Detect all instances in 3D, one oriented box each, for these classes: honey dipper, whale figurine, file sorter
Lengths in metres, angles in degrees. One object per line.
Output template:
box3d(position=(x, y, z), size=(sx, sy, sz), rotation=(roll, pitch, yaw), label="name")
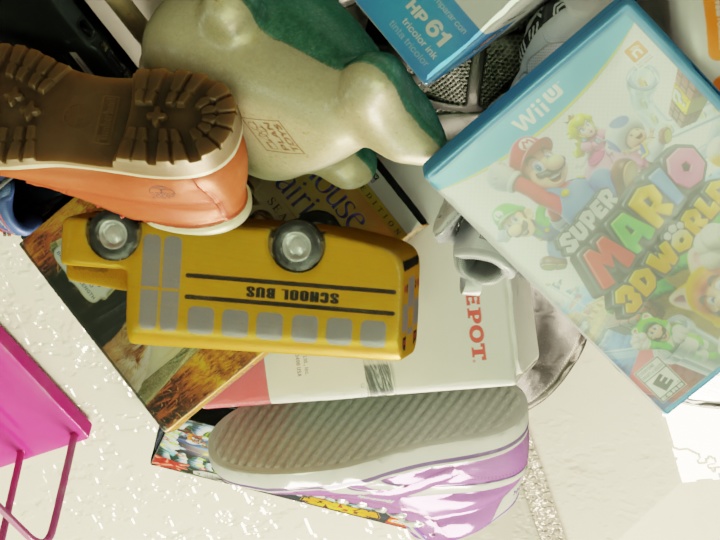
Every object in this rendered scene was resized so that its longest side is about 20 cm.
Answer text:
box3d(position=(-0.126, -0.136, 1.666), size=(0.038, 0.038, 0.200), rotation=(-4, 163, 13), label="honey dipper")
box3d(position=(-0.027, -0.113, 1.605), size=(0.200, 0.104, 0.159), rotation=(12, 149, 47), label="whale figurine")
box3d(position=(-0.311, 0.135, 1.976), size=(0.200, 0.126, 0.139), rotation=(-19, 129, 26), label="file sorter")

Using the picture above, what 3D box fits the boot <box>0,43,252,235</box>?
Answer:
box3d(position=(-0.155, -0.064, 1.610), size=(0.200, 0.075, 0.107), rotation=(10, 156, 16), label="boot")

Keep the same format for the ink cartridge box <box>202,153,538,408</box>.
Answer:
box3d(position=(0.000, 0.000, 1.769), size=(0.200, 0.084, 0.145), rotation=(-5, 96, 14), label="ink cartridge box")

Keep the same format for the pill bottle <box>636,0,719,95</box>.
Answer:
box3d(position=(0.257, -0.148, 1.584), size=(0.200, 0.113, 0.113), rotation=(-8, 136, -6), label="pill bottle")

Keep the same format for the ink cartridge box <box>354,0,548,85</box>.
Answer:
box3d(position=(0.101, -0.200, 1.523), size=(0.200, 0.145, 0.085), rotation=(-41, 88, 29), label="ink cartridge box")

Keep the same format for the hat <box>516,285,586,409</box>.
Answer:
box3d(position=(0.050, 0.051, 1.863), size=(0.200, 0.081, 0.201), rotation=(4, 136, 4), label="hat")

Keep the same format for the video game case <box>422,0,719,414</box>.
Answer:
box3d(position=(0.151, -0.032, 1.553), size=(0.143, 0.018, 0.200), rotation=(-40, 111, 15), label="video game case")

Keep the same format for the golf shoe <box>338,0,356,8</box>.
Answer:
box3d(position=(-0.014, -0.206, 1.602), size=(0.078, 0.095, 0.200), rotation=(7, 138, 0), label="golf shoe")

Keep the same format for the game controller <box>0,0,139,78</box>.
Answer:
box3d(position=(-0.174, -0.119, 1.637), size=(0.104, 0.042, 0.200), rotation=(-4, 143, 31), label="game controller")

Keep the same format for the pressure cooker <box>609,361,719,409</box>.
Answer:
box3d(position=(0.210, -0.019, 1.679), size=(0.176, 0.200, 0.179), rotation=(-14, 132, 17), label="pressure cooker")

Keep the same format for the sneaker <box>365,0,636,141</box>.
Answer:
box3d(position=(0.086, -0.140, 1.664), size=(0.199, 0.076, 0.114), rotation=(-11, 139, 27), label="sneaker")

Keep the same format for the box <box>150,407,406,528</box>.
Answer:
box3d(position=(-0.033, 0.121, 1.942), size=(0.200, 0.040, 0.137), rotation=(14, 162, -5), label="box")

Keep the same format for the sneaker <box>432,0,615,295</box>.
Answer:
box3d(position=(0.099, -0.063, 1.588), size=(0.075, 0.115, 0.200), rotation=(24, 151, -5), label="sneaker")

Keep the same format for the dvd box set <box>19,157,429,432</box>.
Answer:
box3d(position=(-0.081, -0.021, 1.722), size=(0.200, 0.029, 0.146), rotation=(-38, 87, 11), label="dvd box set")

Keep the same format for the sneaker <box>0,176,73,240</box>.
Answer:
box3d(position=(-0.222, -0.054, 1.801), size=(0.200, 0.079, 0.075), rotation=(-19, 129, 25), label="sneaker")

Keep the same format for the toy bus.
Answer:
box3d(position=(-0.069, 0.005, 1.672), size=(0.200, 0.065, 0.078), rotation=(3, 97, 10), label="toy bus")

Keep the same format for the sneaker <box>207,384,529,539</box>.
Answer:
box3d(position=(0.006, 0.133, 1.827), size=(0.200, 0.073, 0.114), rotation=(-3, 135, -3), label="sneaker")
